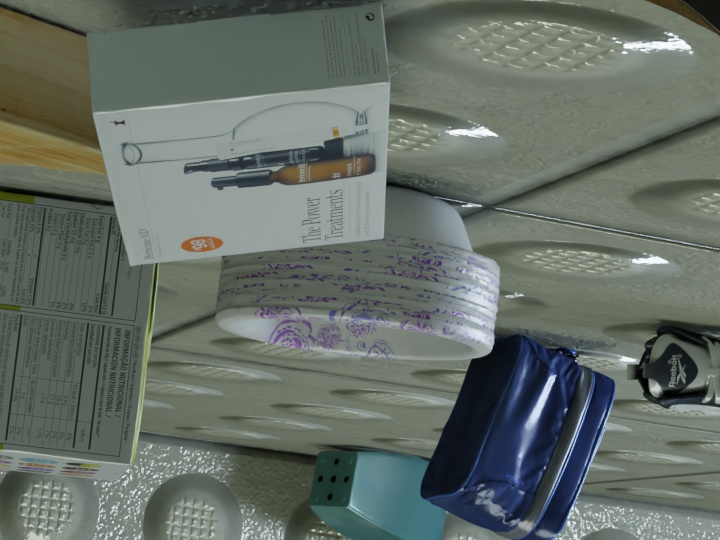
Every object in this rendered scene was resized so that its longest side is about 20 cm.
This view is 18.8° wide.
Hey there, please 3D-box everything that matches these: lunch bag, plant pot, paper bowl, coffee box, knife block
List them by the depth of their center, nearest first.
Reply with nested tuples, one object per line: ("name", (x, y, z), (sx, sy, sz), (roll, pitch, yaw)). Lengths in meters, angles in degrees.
("knife block", (-0.198, -0.106, 1.184), (0.199, 0.064, 0.176), (6, 171, 0))
("paper bowl", (0.000, 0.000, 1.544), (0.199, 0.105, 0.201), (5, 170, 1))
("coffee box", (-0.271, 0.055, 1.734), (0.197, 0.201, 0.200), (7, 170, -10))
("lunch bag", (0.164, 0.162, 2.120), (0.132, 0.201, 0.136), (28, 166, -14))
("plant pot", (0.021, 0.354, 3.433), (0.141, 0.142, 0.200), (-4, 158, 43))

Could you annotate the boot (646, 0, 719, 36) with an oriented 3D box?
("boot", (0.128, -0.135, 0.876), (0.199, 0.074, 0.075), (15, -174, -23))

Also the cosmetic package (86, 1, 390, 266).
("cosmetic package", (-0.061, -0.068, 1.164), (0.150, 0.052, 0.200), (-5, 158, -2))

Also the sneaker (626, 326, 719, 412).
("sneaker", (0.320, 0.093, 1.939), (0.129, 0.080, 0.199), (3, -176, -35))
